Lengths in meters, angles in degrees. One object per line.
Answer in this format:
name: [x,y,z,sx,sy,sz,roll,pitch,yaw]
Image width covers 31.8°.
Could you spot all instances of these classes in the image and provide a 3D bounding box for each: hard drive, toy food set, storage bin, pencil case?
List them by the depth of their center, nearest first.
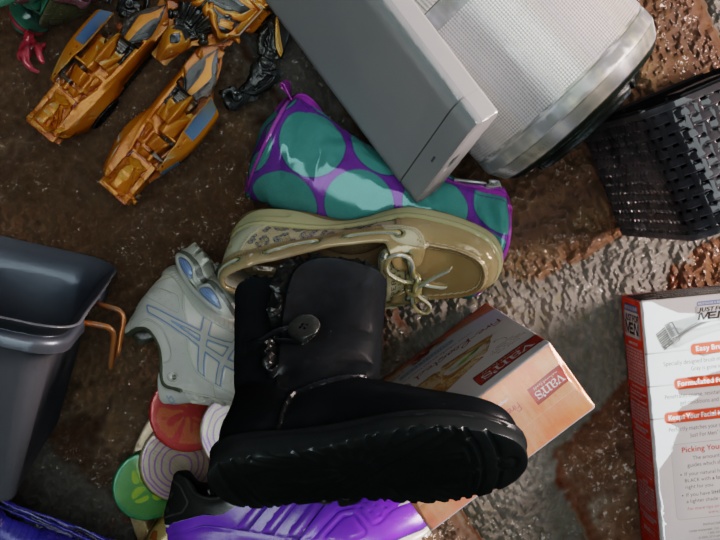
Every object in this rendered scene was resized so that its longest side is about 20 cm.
hard drive: [0.004,-0.153,0.851,0.027,0.132,0.200,-33,82,-22]
storage bin: [-0.245,0.067,0.881,0.145,0.200,0.135,12,103,-5]
storage bin: [0.252,-0.091,0.898,0.135,0.200,0.094,-23,95,-3]
pencil case: [0.014,-0.058,0.940,0.199,0.085,0.093,24,105,-5]
toy food set: [-0.085,0.166,0.961,0.199,0.049,0.199,-14,94,-3]

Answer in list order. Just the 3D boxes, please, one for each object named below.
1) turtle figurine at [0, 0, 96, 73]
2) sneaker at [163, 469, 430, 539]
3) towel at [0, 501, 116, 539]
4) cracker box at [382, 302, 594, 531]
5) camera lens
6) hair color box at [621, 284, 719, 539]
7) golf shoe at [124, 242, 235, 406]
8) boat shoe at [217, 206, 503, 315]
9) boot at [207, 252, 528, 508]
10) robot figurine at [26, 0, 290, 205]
turtle figurine: [-0.223,-0.229,0.900,0.100,0.150,0.200,32,131,-21]
sneaker: [-0.045,0.163,0.906,0.199,0.070,0.100,-7,91,-5]
towel: [-0.243,0.211,0.914,0.199,0.148,0.050,28,52,-9]
cracker box: [0.071,0.095,0.893,0.134,0.200,0.058,-36,99,-2]
camera lens: [0.098,-0.179,0.903,0.160,0.160,0.200,-44,95,-1]
hair color box: [0.270,0.114,0.979,0.110,0.064,0.201,-5,94,-3]
golf shoe: [-0.094,0.077,0.911,0.097,0.078,0.200,-42,57,-2]
boat shoe: [0.000,0.000,0.892,0.199,0.063,0.074,1,125,12]
boot: [0.005,0.059,0.792,0.199,0.169,0.077,-7,136,15]
robot figurine: [-0.144,-0.154,0.935,0.145,0.058,0.200,40,90,-3]
